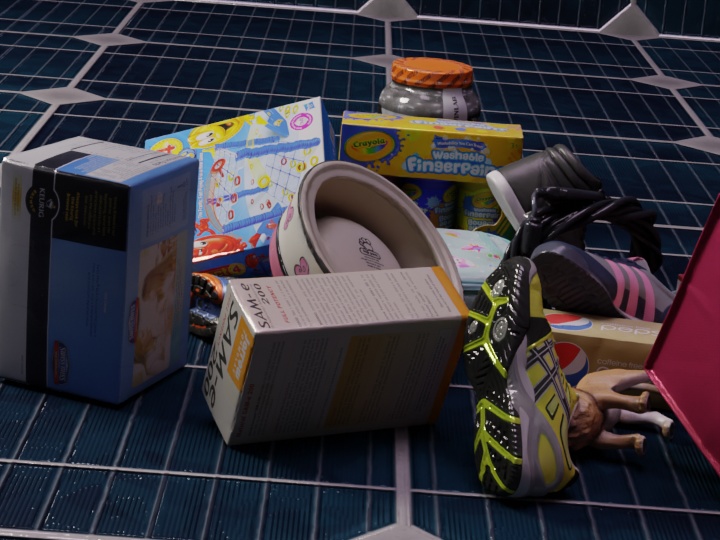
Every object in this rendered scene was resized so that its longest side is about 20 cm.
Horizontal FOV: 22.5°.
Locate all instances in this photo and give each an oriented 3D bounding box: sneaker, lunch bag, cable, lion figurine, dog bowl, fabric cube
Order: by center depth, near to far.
[{"bbox_3d":[0.384,0.062,1.460,0.199,0.201,0.197,-4,42,-25],"label":"fabric cube"},{"bbox_3d":[0.133,0.088,1.469,0.076,0.201,0.075,11,-20,-29],"label":"sneaker"},{"bbox_3d":[0.203,0.117,1.570,0.122,0.073,0.200,4,1,26],"label":"lion figurine"},{"bbox_3d":[0.000,0.000,1.670,0.200,0.074,0.201,31,37,-27],"label":"dog bowl"},{"bbox_3d":[-0.091,0.043,1.708,0.078,0.076,0.200,-4,20,-36],"label":"sneaker"},{"bbox_3d":[0.237,0.013,1.725,0.200,0.082,0.070,36,-37,-31],"label":"sneaker"},{"bbox_3d":[0.220,0.003,1.762,0.199,0.164,0.051,6,8,-38],"label":"cable"},{"bbox_3d":[0.216,-0.037,1.815,0.099,0.200,0.071,-32,17,-3],"label":"sneaker"},{"bbox_3d":[0.101,0.011,1.847,0.160,0.077,0.200,0,18,-11],"label":"lunch bag"}]

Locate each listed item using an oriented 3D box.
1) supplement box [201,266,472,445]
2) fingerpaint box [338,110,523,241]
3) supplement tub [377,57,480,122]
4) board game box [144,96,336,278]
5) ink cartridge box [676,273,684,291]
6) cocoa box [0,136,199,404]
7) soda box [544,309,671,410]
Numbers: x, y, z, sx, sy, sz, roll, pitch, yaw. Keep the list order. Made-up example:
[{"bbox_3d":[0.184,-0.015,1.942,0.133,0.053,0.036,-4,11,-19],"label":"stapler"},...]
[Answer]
[{"bbox_3d":[-0.021,0.070,1.518,0.199,0.126,0.074,-3,40,-26],"label":"supplement box"},{"bbox_3d":[0.072,-0.081,1.989,0.199,0.168,0.073,5,17,1],"label":"fingerpaint box"},{"bbox_3d":[0.077,-0.144,2.137,0.122,0.201,0.123,4,18,-1],"label":"supplement tub"},{"bbox_3d":[-0.121,-0.070,1.840,0.195,0.056,0.201,-13,46,9],"label":"board game box"},{"bbox_3d":[0.422,0.060,1.761,0.199,0.083,0.147,0,17,-14],"label":"ink cartridge box"},{"bbox_3d":[-0.231,-0.003,1.597,0.131,0.201,0.133,11,17,20],"label":"cocoa box"},{"bbox_3d":[0.221,0.081,1.674,0.199,0.064,0.068,6,17,8],"label":"soda box"}]
